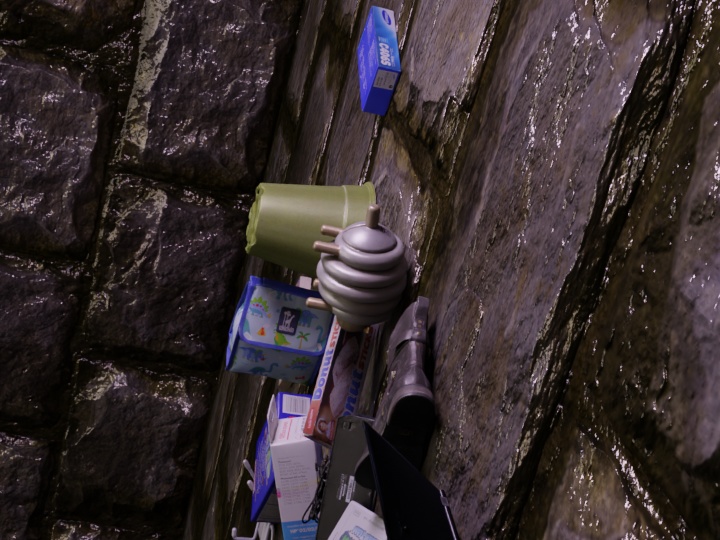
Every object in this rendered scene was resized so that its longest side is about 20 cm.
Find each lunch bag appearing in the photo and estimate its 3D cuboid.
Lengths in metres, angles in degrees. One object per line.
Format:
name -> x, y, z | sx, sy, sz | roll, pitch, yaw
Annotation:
lunch bag -> -0.142, 0.102, 1.854 | 0.128, 0.170, 0.200 | -94, 21, -49

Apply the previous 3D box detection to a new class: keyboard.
keyboard -> -0.018, 0.294, 1.397 | 0.040, 0.104, 0.200 | 16, -95, -61

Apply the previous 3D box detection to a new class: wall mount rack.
wall mount rack -> -0.213, 0.487, 2.059 | 0.200, 0.074, 0.174 | -139, 61, -75

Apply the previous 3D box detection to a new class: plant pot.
plant pot -> -0.092, -0.072, 1.738 | 0.200, 0.190, 0.201 | -168, 90, -78

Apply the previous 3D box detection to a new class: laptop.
laptop -> 0.041, 0.291, 1.020 | 0.187, 0.116, 0.200 | -104, 28, -63

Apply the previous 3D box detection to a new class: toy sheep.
toy sheep -> 0.000, 0.000, 1.404 | 0.138, 0.138, 0.200 | -97, 13, -54

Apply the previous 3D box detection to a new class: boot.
boot -> 0.049, 0.152, 1.250 | 0.174, 0.069, 0.200 | -87, 18, -53

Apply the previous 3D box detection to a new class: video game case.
video game case -> -0.022, 0.381, 1.249 | 0.182, 0.024, 0.200 | -57, 14, -11

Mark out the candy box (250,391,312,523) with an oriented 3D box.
candy box -> -0.140, 0.343, 1.859 | 0.200, 0.077, 0.169 | 118, 158, -50

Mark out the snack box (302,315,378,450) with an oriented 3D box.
snack box -> -0.027, 0.154, 1.461 | 0.024, 0.072, 0.200 | -10, 56, 44

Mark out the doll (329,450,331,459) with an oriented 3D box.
doll -> -0.030, 0.295, 1.481 | 0.137, 0.048, 0.200 | 115, 157, -49

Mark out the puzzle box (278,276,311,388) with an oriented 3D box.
puzzle box -> -0.137, 0.129, 2.137 | 0.133, 0.025, 0.200 | 121, 156, -56

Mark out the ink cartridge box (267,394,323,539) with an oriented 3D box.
ink cartridge box -> -0.090, 0.291, 1.526 | 0.115, 0.068, 0.200 | -92, -6, -79

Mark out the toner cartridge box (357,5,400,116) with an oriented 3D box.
toner cartridge box -> 0.031, -0.365, 1.776 | 0.200, 0.043, 0.095 | -93, 20, -46
